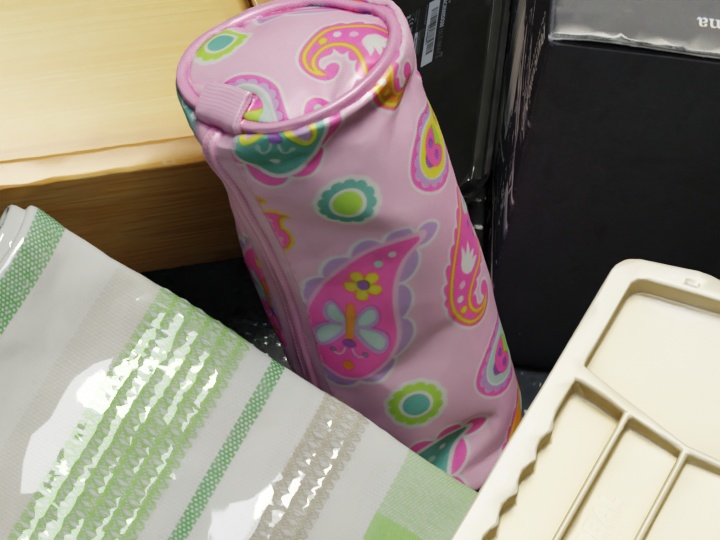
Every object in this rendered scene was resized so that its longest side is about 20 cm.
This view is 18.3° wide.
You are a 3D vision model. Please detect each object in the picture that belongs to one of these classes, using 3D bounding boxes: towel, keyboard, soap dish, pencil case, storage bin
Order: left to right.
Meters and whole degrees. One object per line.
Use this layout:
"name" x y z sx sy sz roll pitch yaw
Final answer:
"soap dish" -0.114 -0.074 0.833 0.200 0.081 0.158 -9 67 -24
"towel" -0.064 0.086 0.730 0.200 0.031 0.149 32 68 -8
"pencil case" 0.000 0.000 0.790 0.087 0.200 0.087 -10 39 9
"keyboard" 0.016 -0.083 0.913 0.021 0.127 0.200 36 46 -31
"storage bin" 0.070 0.129 0.698 0.094 0.200 0.199 26 57 13

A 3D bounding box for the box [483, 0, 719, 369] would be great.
"box" 0.110 -0.087 0.852 0.104 0.200 0.182 6 54 -1
